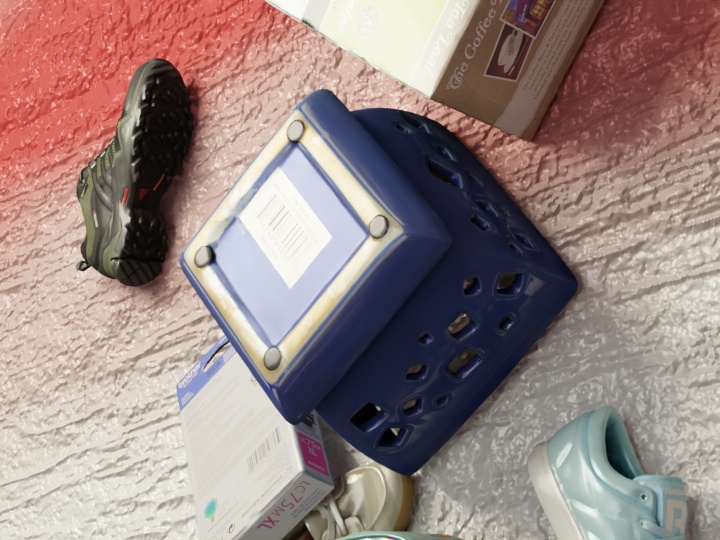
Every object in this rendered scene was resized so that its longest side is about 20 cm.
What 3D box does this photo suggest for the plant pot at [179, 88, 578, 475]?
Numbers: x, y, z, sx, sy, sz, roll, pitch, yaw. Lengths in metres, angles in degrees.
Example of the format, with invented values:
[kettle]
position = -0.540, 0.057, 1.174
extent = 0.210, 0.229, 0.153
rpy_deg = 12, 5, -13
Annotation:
[plant pot]
position = 0.000, 0.000, 1.114
extent = 0.200, 0.179, 0.200
rpy_deg = -50, 53, 16

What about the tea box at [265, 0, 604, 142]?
[tea box]
position = 0.071, -0.234, 1.147
extent = 0.196, 0.133, 0.201
rpy_deg = 37, 104, 39

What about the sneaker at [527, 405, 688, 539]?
[sneaker]
position = 0.180, 0.174, 1.003
extent = 0.082, 0.074, 0.201
rpy_deg = -46, 56, 25

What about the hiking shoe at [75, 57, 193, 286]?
[hiking shoe]
position = -0.213, -0.091, 1.386
extent = 0.100, 0.075, 0.202
rpy_deg = 10, 87, 37

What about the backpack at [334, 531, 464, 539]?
[backpack]
position = 0.016, 0.277, 1.068
extent = 0.175, 0.153, 0.202
rpy_deg = -22, 60, 40

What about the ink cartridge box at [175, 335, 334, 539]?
[ink cartridge box]
position = -0.087, 0.129, 1.230
extent = 0.119, 0.042, 0.201
rpy_deg = -46, 38, 22

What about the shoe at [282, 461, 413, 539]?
[shoe]
position = -0.037, 0.214, 1.185
extent = 0.200, 0.053, 0.070
rpy_deg = -46, 55, 22
